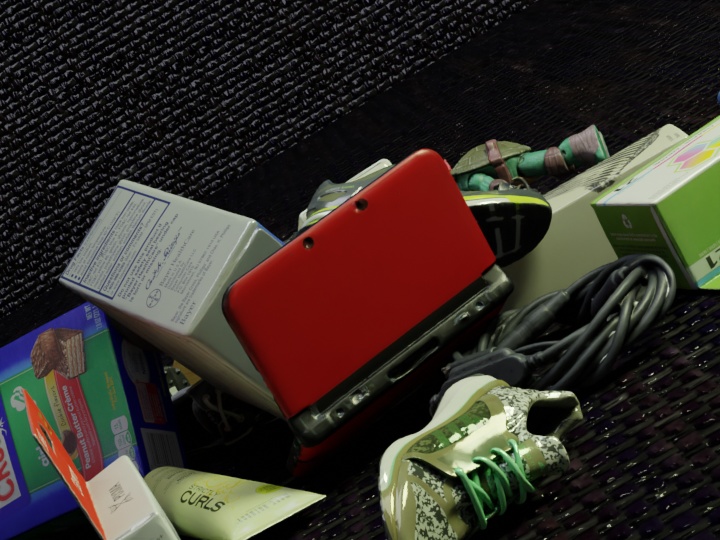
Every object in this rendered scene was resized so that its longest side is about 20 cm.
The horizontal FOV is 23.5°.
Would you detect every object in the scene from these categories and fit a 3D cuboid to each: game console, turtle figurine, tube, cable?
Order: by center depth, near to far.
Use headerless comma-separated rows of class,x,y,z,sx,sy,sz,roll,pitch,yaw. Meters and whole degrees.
cable,0.144,0.044,1.211,0.199,0.051,0.163,-28,5,35
tube,-0.103,0.174,1.273,0.199,0.052,0.058,-3,60,60
game console,0.001,0.035,1.275,0.199,0.119,0.173,-36,-12,-17
turtle figurine,0.141,-0.077,1.639,0.198,0.101,0.150,-22,12,13

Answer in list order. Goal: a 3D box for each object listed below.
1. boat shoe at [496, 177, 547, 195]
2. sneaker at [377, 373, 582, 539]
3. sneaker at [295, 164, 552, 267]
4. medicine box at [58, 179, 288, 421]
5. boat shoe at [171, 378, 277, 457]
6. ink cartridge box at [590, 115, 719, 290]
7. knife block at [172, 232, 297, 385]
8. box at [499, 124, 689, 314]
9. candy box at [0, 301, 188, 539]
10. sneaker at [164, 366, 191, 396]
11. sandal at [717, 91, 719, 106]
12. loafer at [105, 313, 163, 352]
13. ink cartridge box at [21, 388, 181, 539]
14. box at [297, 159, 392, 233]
boat shoe,0.130,-0.047,1.535,0.198,0.067,0.070,-19,8,9
sneaker,0.074,0.115,1.009,0.088,0.077,0.200,-14,20,31
sneaker,0.049,-0.048,1.337,0.198,0.074,0.081,-1,45,1
medicine box,-0.105,0.030,1.366,0.199,0.182,0.103,19,75,50
boat shoe,-0.114,0.119,1.509,0.199,0.071,0.064,-33,6,38
ink cartridge box,0.274,-0.055,1.207,0.147,0.076,0.200,-33,10,-14
knife block,-0.095,0.055,1.795,0.064,0.174,0.202,-65,-8,-74
box,0.185,-0.037,1.390,0.199,0.069,0.082,-29,11,4
candy box,-0.264,0.139,1.521,0.199,0.170,0.077,-27,-21,25
sneaker,-0.238,0.160,1.658,0.090,0.067,0.200,-28,7,28
sandal,0.380,-0.207,1.595,0.079,0.088,0.200,-17,19,44
loafer,-0.151,0.029,1.510,0.071,0.073,0.199,-41,-32,20
ink cartridge box,-0.163,0.156,1.167,0.043,0.175,0.200,-31,11,-9
box,0.000,0.000,1.468,0.095,0.078,0.200,-34,-18,-17
